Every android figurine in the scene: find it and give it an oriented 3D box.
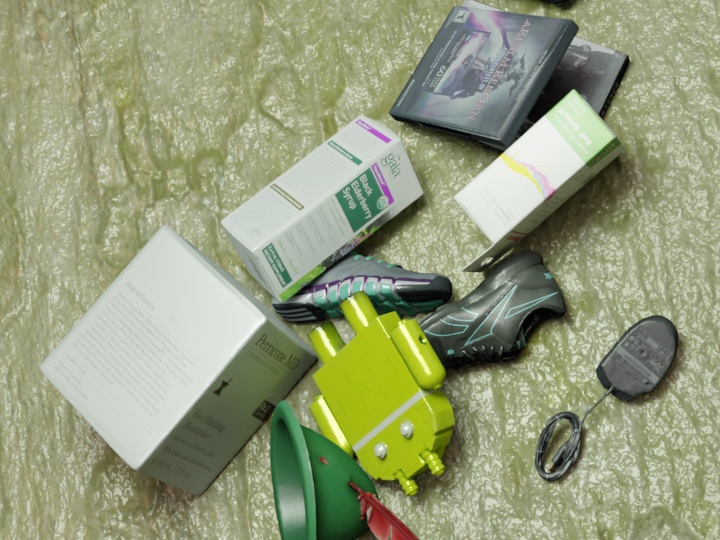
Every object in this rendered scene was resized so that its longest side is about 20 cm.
[{"bbox_3d":[0.020,0.128,1.425,0.182,0.041,0.201,-41,70,40],"label":"android figurine"}]

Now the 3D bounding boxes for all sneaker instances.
[{"bbox_3d":[0.000,0.000,1.498,0.198,0.074,0.088,-4,66,17],"label":"sneaker"},{"bbox_3d":[0.118,0.063,1.438,0.199,0.075,0.080,-38,68,3],"label":"sneaker"}]

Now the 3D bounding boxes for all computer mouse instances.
[{"bbox_3d":[0.242,0.127,1.406,0.059,0.034,0.200,42,93,8],"label":"computer mouse"}]

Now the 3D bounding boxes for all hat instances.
[{"bbox_3d":[0.011,0.221,1.427,0.174,0.166,0.202,-6,97,-15],"label":"hat"}]

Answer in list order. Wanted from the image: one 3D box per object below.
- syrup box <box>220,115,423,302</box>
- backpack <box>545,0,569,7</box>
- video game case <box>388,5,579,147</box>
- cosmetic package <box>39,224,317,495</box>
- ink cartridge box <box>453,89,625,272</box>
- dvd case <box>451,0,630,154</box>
[{"bbox_3d":[-0.039,-0.067,1.490,0.199,0.079,0.081,-37,40,-12],"label":"syrup box"},{"bbox_3d":[0.176,-0.411,1.544,0.181,0.135,0.202,16,75,20],"label":"backpack"},{"bbox_3d":[0.124,-0.206,1.472,0.199,0.019,0.144,22,78,56],"label":"video game case"},{"bbox_3d":[-0.185,0.096,1.473,0.165,0.165,0.200,41,89,24],"label":"cosmetic package"},{"bbox_3d":[0.167,-0.086,1.430,0.200,0.117,0.067,-42,79,11],"label":"ink cartridge box"},{"bbox_3d":[0.170,-0.199,1.534,0.199,0.025,0.151,24,81,23],"label":"dvd case"}]
